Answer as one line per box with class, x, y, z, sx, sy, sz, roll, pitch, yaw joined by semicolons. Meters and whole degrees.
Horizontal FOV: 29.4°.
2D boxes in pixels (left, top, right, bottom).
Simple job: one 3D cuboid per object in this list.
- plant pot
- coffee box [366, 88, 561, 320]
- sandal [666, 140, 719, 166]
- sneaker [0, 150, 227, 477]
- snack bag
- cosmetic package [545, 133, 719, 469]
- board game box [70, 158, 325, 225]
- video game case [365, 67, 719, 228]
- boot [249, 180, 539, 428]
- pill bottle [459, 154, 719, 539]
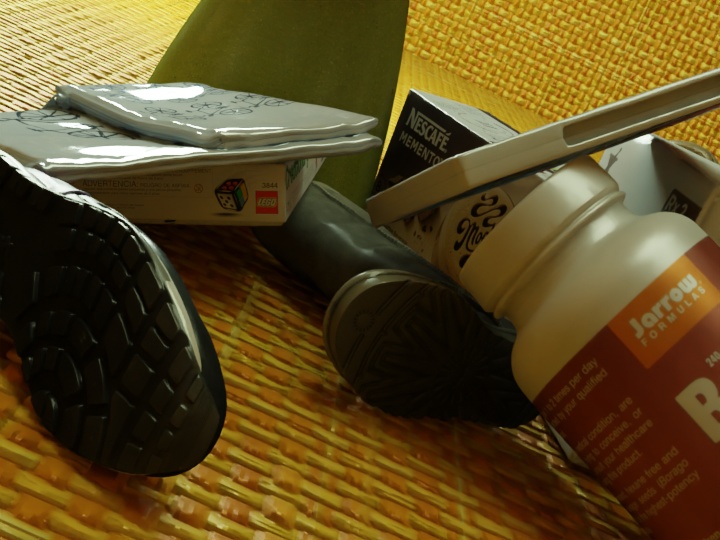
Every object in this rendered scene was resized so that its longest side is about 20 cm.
plant pot;-0.045;-0.152;0.956;0.185;0.202;0.187;24;14;-6
coffee box;0.090;-0.034;0.938;0.079;0.114;0.200;11;20;-33
sandal;0.211;-0.008;0.925;0.080;0.202;0.054;23;48;32
sneaker;-0.090;0.012;0.532;0.087;0.076;0.200;21;13;-44
snack bag;-0.119;-0.077;0.719;0.198;0.022;0.188;-10;19;-36
cosmetic package;0.217;0.041;0.785;0.198;0.167;0.165;23;13;-13
board game box;-0.090;-0.064;0.784;0.124;0.035;0.200;1;15;4
video game case;0.112;-0.067;0.682;0.198;0.018;0.143;-19;0;-17
boot;-0.002;0.001;0.737;0.181;0.073;0.200;30;12;-48
pill bottle;0.141;0.048;0.619;0.200;0.112;0.112;48;18;11
